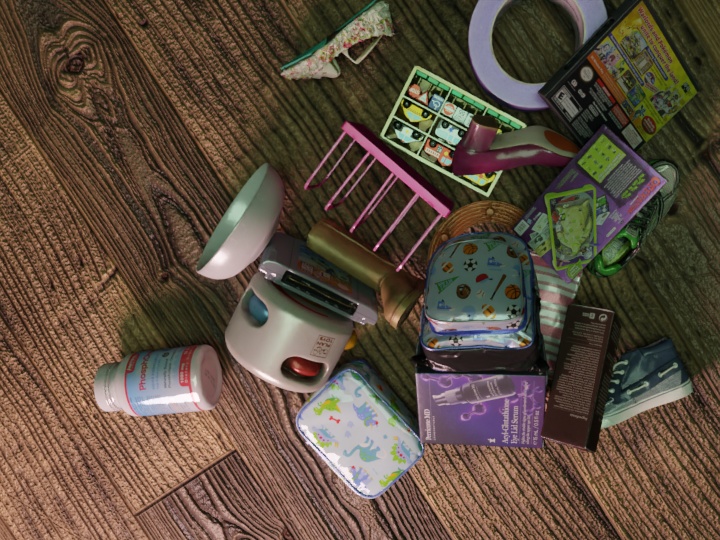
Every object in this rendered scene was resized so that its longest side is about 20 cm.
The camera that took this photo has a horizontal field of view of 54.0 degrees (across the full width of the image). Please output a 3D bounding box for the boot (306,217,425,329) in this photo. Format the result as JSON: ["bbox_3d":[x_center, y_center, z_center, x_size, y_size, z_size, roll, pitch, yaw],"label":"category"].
[{"bbox_3d":[0.000,0.000,1.083,0.198,0.175,0.067,34,102,5],"label":"boot"}]

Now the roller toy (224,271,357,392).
[{"bbox_3d":[-0.107,0.089,1.114,0.198,0.182,0.141,30,101,4],"label":"roller toy"}]

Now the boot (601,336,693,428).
[{"bbox_3d":[0.409,0.180,1.108,0.197,0.073,0.092,-23,86,5],"label":"boot"}]

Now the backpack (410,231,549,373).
[{"bbox_3d":[0.170,0.037,1.014,0.196,0.193,0.155,0,142,12],"label":"backpack"}]

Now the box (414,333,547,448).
[{"bbox_3d":[0.186,0.183,1.096,0.196,0.105,0.150,-2,122,11],"label":"box"}]

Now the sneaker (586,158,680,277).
[{"bbox_3d":[0.414,-0.072,1.054,0.077,0.085,0.202,29,101,3],"label":"sneaker"}]

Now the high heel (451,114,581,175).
[{"bbox_3d":[0.238,-0.169,1.069,0.196,0.068,0.097,15,131,-8],"label":"high heel"}]

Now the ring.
[{"bbox_3d":[0.205,-0.010,1.132,0.196,0.019,0.205,2,99,10],"label":"ring"}]

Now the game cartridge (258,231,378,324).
[{"bbox_3d":[-0.062,0.008,1.111,0.197,0.134,0.042,26,115,-13],"label":"game cartridge"}]

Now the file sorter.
[{"bbox_3d":[0.029,-0.114,1.084,0.199,0.139,0.126,40,104,1],"label":"file sorter"}]

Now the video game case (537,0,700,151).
[{"bbox_3d":[0.372,-0.256,1.008,0.181,0.026,0.199,-45,125,12],"label":"video game case"}]

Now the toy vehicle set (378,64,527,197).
[{"bbox_3d":[0.144,-0.218,1.106,0.198,0.027,0.126,28,102,4],"label":"toy vehicle set"}]

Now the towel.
[{"bbox_3d":[0.260,0.068,1.113,0.143,0.030,0.204,11,104,5],"label":"towel"}]

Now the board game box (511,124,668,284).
[{"bbox_3d":[0.329,-0.094,1.027,0.120,0.032,0.201,47,116,17],"label":"board game box"}]

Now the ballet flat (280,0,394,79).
[{"bbox_3d":[-0.032,-0.341,1.096,0.198,0.076,0.064,-30,109,16],"label":"ballet flat"}]

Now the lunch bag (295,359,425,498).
[{"bbox_3d":[-0.001,0.263,1.175,0.200,0.082,0.161,45,102,0],"label":"lunch bag"}]

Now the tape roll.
[{"bbox_3d":[0.257,-0.340,1.040,0.196,0.085,0.204,1,98,8],"label":"tape roll"}]

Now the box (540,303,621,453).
[{"bbox_3d":[0.332,0.163,1.058,0.074,0.100,0.204,8,77,28],"label":"box"}]

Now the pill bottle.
[{"bbox_3d":[-0.345,0.190,1.207,0.196,0.109,0.111,-7,97,10],"label":"pill bottle"}]

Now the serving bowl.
[{"bbox_3d":[-0.177,-0.066,1.106,0.065,0.201,0.201,34,104,-18],"label":"serving bowl"}]
